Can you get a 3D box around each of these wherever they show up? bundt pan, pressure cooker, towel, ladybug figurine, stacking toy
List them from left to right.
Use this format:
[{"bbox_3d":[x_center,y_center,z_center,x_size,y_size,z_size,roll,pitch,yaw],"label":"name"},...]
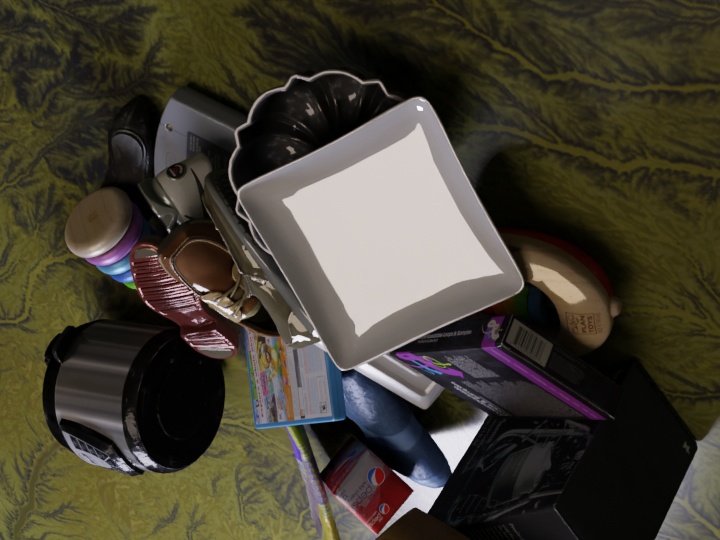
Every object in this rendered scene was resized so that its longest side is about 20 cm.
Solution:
[{"bbox_3d":[-0.284,0.149,1.710,0.198,0.178,0.179,6,100,35],"label":"pressure cooker"},{"bbox_3d":[-0.237,-0.005,1.571,0.085,0.086,0.200,3,150,36],"label":"stacking toy"},{"bbox_3d":[-0.062,0.234,1.644,0.144,0.023,0.202,-122,15,-66],"label":"towel"},{"bbox_3d":[-0.017,-0.097,1.300,0.199,0.076,0.204,4,114,9],"label":"bundt pan"},{"bbox_3d":[0.019,0.156,1.530,0.111,0.049,0.201,23,153,56],"label":"towel"},{"bbox_3d":[0.153,0.015,1.314,0.198,0.072,0.137,12,134,30],"label":"ladybug figurine"}]

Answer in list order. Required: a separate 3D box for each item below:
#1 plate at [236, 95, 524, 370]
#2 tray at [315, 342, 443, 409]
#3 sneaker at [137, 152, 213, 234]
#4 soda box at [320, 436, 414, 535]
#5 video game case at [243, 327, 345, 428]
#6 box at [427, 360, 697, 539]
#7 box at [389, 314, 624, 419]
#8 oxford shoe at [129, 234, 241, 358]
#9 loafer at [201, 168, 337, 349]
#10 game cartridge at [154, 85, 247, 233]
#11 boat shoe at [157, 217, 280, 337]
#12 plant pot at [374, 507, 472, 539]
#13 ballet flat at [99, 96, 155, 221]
[{"bbox_3d":[0.020,-0.032,1.262,0.198,0.032,0.201,-25,105,19],"label":"plate"},{"bbox_3d":[0.023,0.061,1.409,0.199,0.022,0.108,32,107,-23],"label":"tray"},{"bbox_3d":[-0.151,-0.049,1.444,0.074,0.088,0.200,51,173,27],"label":"sneaker"},{"bbox_3d":[0.004,0.237,1.574,0.070,0.064,0.200,42,175,-2],"label":"soda box"},{"bbox_3d":[-0.075,0.093,1.513,0.199,0.018,0.145,-16,80,61],"label":"video game case"},{"bbox_3d":[0.191,0.214,1.372,0.196,0.200,0.124,-21,113,47],"label":"box"},{"bbox_3d":[0.133,0.094,1.334,0.142,0.036,0.199,33,159,-23],"label":"box"},{"bbox_3d":[-0.190,0.015,1.549,0.070,0.076,0.201,-3,143,22],"label":"oxford shoe"},{"bbox_3d":[-0.096,-0.007,1.352,0.070,0.075,0.201,-42,75,35],"label":"loafer"},{"bbox_3d":[-0.155,-0.096,1.483,0.132,0.042,0.201,30,140,18],"label":"game cartridge"},{"bbox_3d":[-0.124,0.012,1.413,0.074,0.076,0.200,46,-174,34],"label":"boat shoe"},{"bbox_3d":[0.081,0.322,1.281,0.200,0.186,0.187,47,142,12],"label":"plant pot"},{"bbox_3d":[-0.247,-0.108,1.543,0.066,0.057,0.201,22,146,0],"label":"ballet flat"}]
